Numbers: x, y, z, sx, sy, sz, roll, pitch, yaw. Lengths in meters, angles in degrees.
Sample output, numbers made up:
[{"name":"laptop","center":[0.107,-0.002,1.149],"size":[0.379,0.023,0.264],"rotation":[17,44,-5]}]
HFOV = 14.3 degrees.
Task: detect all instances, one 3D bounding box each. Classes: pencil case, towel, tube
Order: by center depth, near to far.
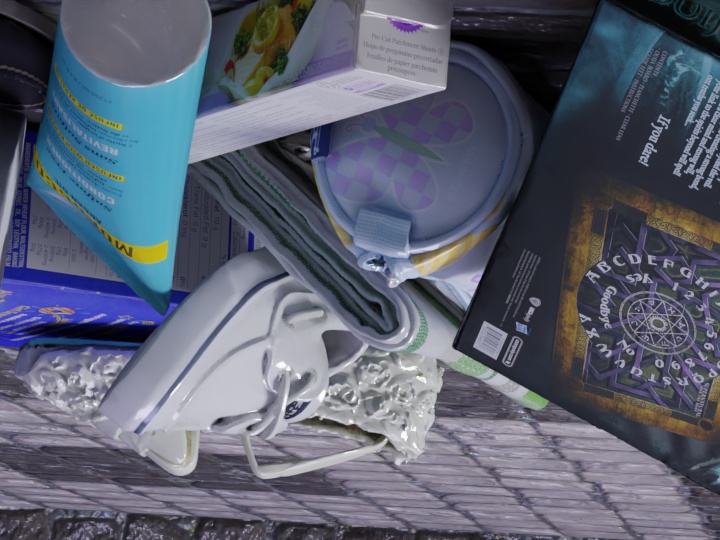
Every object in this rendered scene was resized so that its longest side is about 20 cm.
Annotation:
[{"name":"tube","center":[-0.089,-0.047,1.040],"size":[0.050,0.077,0.200],"rotation":[-37,168,-20]},{"name":"pencil case","center":[0.047,-0.026,1.117],"size":[0.083,0.091,0.200],"rotation":[0,170,18]},{"name":"towel","center":[0.000,0.000,1.214],"size":[0.149,0.031,0.200],"rotation":[45,-174,22]}]

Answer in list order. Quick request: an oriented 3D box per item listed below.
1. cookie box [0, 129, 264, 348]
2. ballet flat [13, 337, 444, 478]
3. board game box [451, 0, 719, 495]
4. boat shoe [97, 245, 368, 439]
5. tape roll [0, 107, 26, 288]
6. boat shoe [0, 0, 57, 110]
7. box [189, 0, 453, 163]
[{"name":"cookie box","center":[-0.154,-0.011,1.320],"size":[0.199,0.075,0.171],"rotation":[9,167,-29]},{"name":"ballet flat","center":[-0.060,0.063,1.318],"size":[0.199,0.072,0.072],"rotation":[0,170,-3]},{"name":"board game box","center":[0.117,-0.005,0.978],"size":[0.135,0.028,0.200],"rotation":[29,142,7]},{"name":"boat shoe","center":[-0.042,0.034,1.181],"size":[0.065,0.074,0.200],"rotation":[43,-156,5]},{"name":"tape roll","center":[-0.177,0.032,1.102],"size":[0.066,0.201,0.200],"rotation":[9,170,-6]},{"name":"boat shoe","center":[-0.182,-0.072,1.012],"size":[0.072,0.063,0.200],"rotation":[-8,167,38]},{"name":"box","center":[-0.037,-0.071,1.038],"size":[0.041,0.039,0.200],"rotation":[11,168,-30]}]
